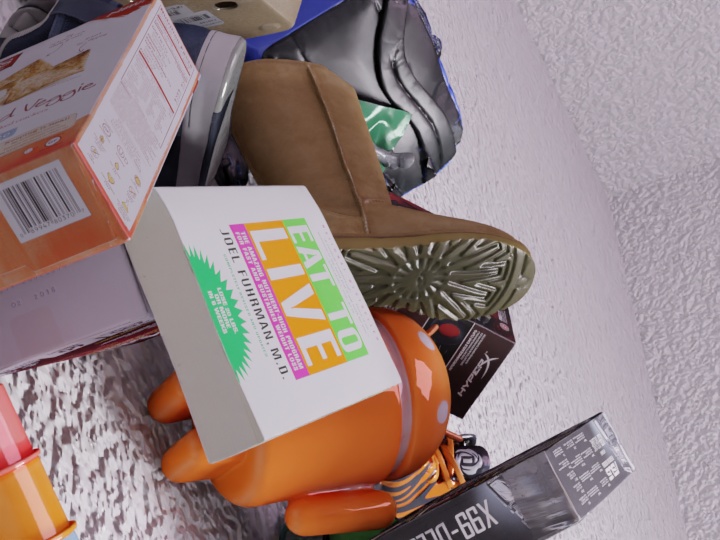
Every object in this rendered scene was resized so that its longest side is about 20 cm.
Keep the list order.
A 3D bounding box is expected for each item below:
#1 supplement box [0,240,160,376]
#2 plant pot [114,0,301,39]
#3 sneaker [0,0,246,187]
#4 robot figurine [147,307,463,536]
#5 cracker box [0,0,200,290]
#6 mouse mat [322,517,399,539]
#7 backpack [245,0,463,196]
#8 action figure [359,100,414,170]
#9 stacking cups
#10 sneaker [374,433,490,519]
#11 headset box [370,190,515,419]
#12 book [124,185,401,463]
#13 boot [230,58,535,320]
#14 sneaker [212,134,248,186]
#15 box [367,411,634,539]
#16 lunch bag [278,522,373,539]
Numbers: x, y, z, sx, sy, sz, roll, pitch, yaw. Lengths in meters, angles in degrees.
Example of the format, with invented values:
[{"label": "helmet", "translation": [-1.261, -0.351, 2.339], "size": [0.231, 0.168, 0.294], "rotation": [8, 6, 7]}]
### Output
[{"label": "supplement box", "translation": [-0.132, 0.008, 0.902], "size": [0.200, 0.109, 0.061], "rotation": [-13, 83, -74]}, {"label": "plant pot", "translation": [-0.134, -0.249, 1.089], "size": [0.200, 0.200, 0.177], "rotation": [29, 54, -68]}, {"label": "sneaker", "translation": [-0.153, -0.090, 0.991], "size": [0.202, 0.146, 0.077], "rotation": [108, -3, -53]}, {"label": "robot figurine", "translation": [-0.029, 0.082, 1.032], "size": [0.144, 0.200, 0.117], "rotation": [49, -43, 47]}, {"label": "cracker box", "translation": [-0.165, -0.060, 0.822], "size": [0.200, 0.134, 0.058], "rotation": [-81, 147, -62]}, {"label": "mouse mat", "translation": [0.022, 0.225, 1.059], "size": [0.161, 0.008, 0.200], "rotation": [48, 22, -34]}, {"label": "backpack", "translation": [-0.004, -0.168, 1.476], "size": [0.200, 0.162, 0.168], "rotation": [60, -2, -28]}, {"label": "action figure", "translation": [-0.047, -0.108, 1.350], "size": [0.200, 0.055, 0.118], "rotation": [22, 86, -35]}, {"label": "stacking cups", "translation": [-0.153, 0.150, 0.776], "size": [0.200, 0.060, 0.061], "rotation": [65, 15, -2]}, {"label": "sneaker", "translation": [0.044, 0.128, 1.228], "size": [0.200, 0.112, 0.078], "rotation": [97, -13, -53]}, {"label": "headset box", "translation": [0.000, 0.000, 1.155], "size": [0.200, 0.075, 0.149], "rotation": [26, 24, -14]}, {"label": "book", "translation": [-0.053, 0.020, 0.875], "size": [0.134, 0.048, 0.200], "rotation": [68, 19, 4]}, {"label": "boot", "translation": [0.008, -0.061, 1.081], "size": [0.200, 0.175, 0.066], "rotation": [-111, -145, -45]}, {"label": "sneaker", "translation": [-0.120, -0.088, 1.133], "size": [0.200, 0.073, 0.112], "rotation": [-58, 127, -71]}, {"label": "box", "translation": [0.084, 0.158, 1.065], "size": [0.050, 0.158, 0.200], "rotation": [62, 17, 7]}, {"label": "lunch bag", "translation": [-0.001, 0.254, 1.119], "size": [0.200, 0.077, 0.160], "rotation": [-71, 138, -65]}]
